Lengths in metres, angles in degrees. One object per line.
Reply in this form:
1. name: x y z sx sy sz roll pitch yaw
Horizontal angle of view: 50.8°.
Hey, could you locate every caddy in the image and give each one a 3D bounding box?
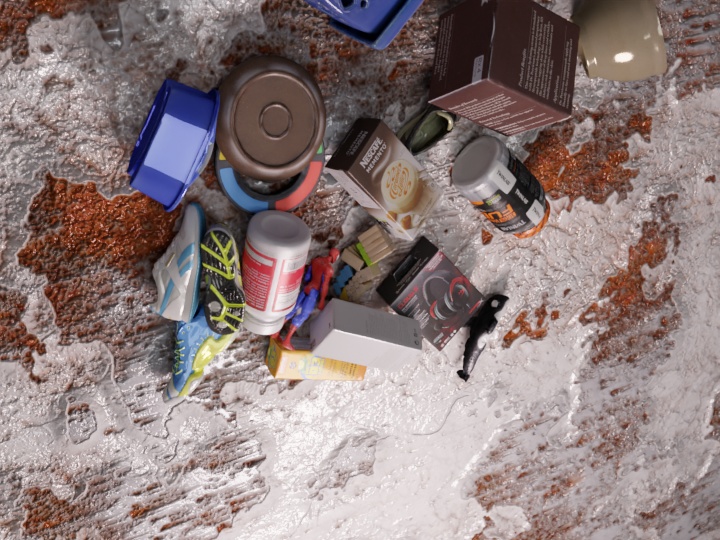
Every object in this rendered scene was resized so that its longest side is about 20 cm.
1. caddy: -0.279 -0.193 1.167 0.103 0.142 0.203 22 103 -27

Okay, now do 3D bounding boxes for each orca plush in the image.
1. orca plush: 0.247 0.134 1.639 0.204 0.070 0.105 -66 166 18

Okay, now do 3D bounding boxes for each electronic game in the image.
1. electronic game: -0.152 -0.188 1.289 0.195 0.042 0.205 -11 117 -21

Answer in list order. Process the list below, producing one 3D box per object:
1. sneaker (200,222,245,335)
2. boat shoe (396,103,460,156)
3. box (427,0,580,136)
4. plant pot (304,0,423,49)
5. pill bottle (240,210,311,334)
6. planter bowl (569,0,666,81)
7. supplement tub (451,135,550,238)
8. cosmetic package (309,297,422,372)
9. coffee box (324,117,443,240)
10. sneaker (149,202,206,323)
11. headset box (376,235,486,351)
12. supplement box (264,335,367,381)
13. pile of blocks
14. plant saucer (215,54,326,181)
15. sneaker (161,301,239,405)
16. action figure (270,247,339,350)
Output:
1. sneaker: -0.229 0.015 1.292 0.073 0.077 0.205 3 117 -3
2. boat shoe: 0.149 -0.278 1.378 0.200 0.066 0.072 -43 121 -3
3. box: 0.247 -0.353 1.302 0.196 0.163 0.171 15 80 -30
4. plant pot: 0.000 -0.462 1.146 0.201 0.200 0.179 -50 130 3
5. pill bottle: -0.157 0.008 1.327 0.109 0.113 0.204 -1 127 -25
6. planter bowl: 0.466 -0.438 1.400 0.132 0.203 0.203 -18 125 15
7. supplement tub: 0.276 -0.155 1.465 0.199 0.123 0.123 36 96 -33
8. cosmetic package: 0.010 0.125 1.440 0.196 0.076 0.102 18 139 -26
9. coffee box: 0.045 -0.162 1.362 0.199 0.079 0.116 42 77 -34
10. sneaker: -0.305 -0.015 1.277 0.078 0.077 0.206 11 99 -3
11. headset box: 0.137 0.043 1.518 0.149 0.075 0.200 -47 124 2
12. supplement box: -0.083 0.172 1.479 0.195 0.069 0.068 6 111 -26
13. pile of blocks: 0.000 0.000 1.452 0.203 0.081 0.062 -59 166 20
14. plant saucer: -0.142 -0.245 1.236 0.195 0.032 0.206 -7 107 -23
15. sneaker: -0.310 0.139 1.358 0.105 0.076 0.201 41 85 -22
16. action figure: -0.095 0.047 1.411 0.051 0.065 0.203 29 90 -45
